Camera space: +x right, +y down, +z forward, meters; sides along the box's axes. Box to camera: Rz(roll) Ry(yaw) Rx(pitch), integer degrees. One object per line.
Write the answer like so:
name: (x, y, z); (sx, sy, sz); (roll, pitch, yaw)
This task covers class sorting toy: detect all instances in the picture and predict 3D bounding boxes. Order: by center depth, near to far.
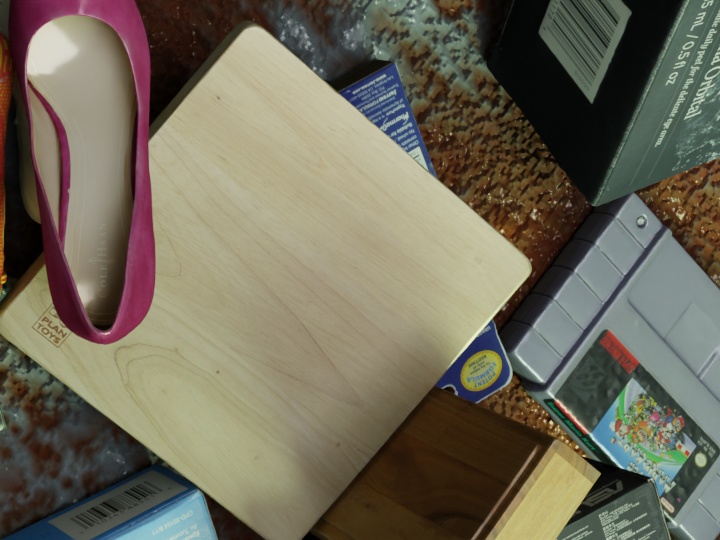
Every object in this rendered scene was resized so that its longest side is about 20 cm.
sorting toy: (-0.053, 0.004, 1.221); (0.200, 0.070, 0.199); (40, 93, -19)

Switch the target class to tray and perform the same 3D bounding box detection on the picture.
tray: (0.034, 0.112, 1.204); (0.037, 0.200, 0.099); (39, 82, -25)

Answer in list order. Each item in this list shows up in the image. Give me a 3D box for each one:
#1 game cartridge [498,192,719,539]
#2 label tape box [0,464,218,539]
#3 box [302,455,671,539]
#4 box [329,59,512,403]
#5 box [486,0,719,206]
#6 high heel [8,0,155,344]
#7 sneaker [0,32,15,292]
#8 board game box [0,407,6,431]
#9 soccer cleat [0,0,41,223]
game cartridge: (0.178, 0.063, 1.413); (0.200, 0.038, 0.130); (45, 71, -27)
label tape box: (-0.128, 0.225, 1.243); (0.144, 0.063, 0.201); (-25, 111, -24)
box: (0.042, 0.159, 1.274); (0.200, 0.161, 0.049); (-25, 109, -24)
box: (0.000, 0.000, 1.301); (0.121, 0.032, 0.200); (-29, 109, -22)
box: (0.199, -0.162, 1.287); (0.200, 0.197, 0.118); (-22, 63, -25)
high heel: (-0.130, -0.067, 1.100); (0.067, 0.096, 0.201); (-1, 100, -7)
sneaker: (-0.205, -0.021, 1.149); (0.077, 0.073, 0.201); (20, 83, -61)
board game box: (-0.248, 0.001, 1.167); (0.105, 0.023, 0.201); (-19, 106, -25)
soccer cleat: (-0.159, -0.123, 1.178); (0.077, 0.069, 0.201); (8, 87, -25)
